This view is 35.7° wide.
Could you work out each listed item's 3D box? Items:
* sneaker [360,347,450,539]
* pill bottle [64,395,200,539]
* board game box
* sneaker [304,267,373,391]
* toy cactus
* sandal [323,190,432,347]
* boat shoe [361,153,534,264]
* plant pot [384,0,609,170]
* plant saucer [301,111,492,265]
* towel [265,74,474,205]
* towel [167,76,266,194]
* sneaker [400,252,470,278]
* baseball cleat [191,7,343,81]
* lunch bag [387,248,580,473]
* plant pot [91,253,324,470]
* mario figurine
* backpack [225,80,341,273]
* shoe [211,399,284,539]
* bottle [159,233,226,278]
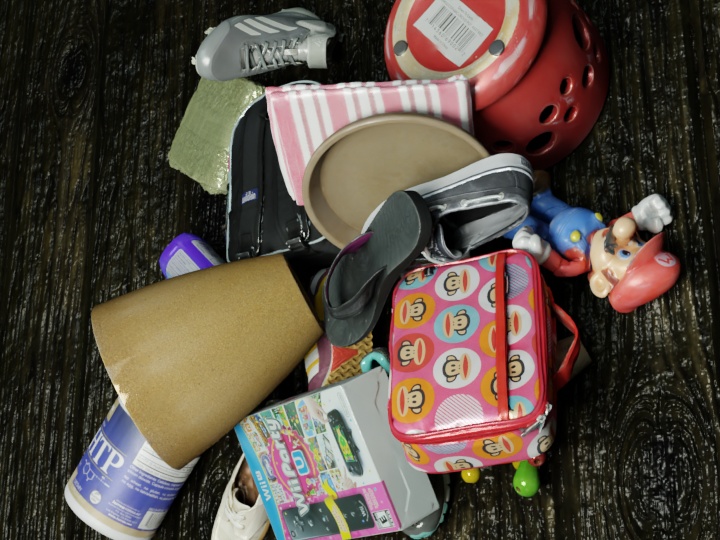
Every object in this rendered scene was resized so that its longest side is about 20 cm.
[{"bbox_3d":[0.035,0.170,1.143,0.077,0.091,0.204,-22,65,26],"label":"sneaker"},{"bbox_3d":[-0.244,0.200,1.294,0.119,0.119,0.202,34,94,35],"label":"pill bottle"},{"bbox_3d":[-0.030,0.193,1.123,0.199,0.064,0.150,-25,87,49],"label":"board game box"},{"bbox_3d":[-0.029,0.099,1.226,0.090,0.074,0.204,-177,91,-67],"label":"sneaker"},{"bbox_3d":[0.146,0.112,1.099,0.163,0.102,0.202,-32,51,9],"label":"toy cactus"},{"bbox_3d":[0.000,-0.001,1.070,0.076,0.047,0.202,60,138,29],"label":"sandal"},{"bbox_3d":[0.078,-0.040,1.062,0.198,0.072,0.069,-22,42,31],"label":"boat shoe"},{"bbox_3d":[0.136,-0.221,1.145,0.197,0.182,0.204,-10,69,27],"label":"plant pot"},{"bbox_3d":[0.041,-0.081,1.093,0.197,0.200,0.030,-21,42,25],"label":"plant saucer"},{"bbox_3d":[0.014,-0.127,1.088,0.196,0.148,0.030,-2,49,8],"label":"towel"},{"bbox_3d":[-0.177,-0.178,1.380,0.199,0.036,0.151,31,99,60],"label":"towel"},{"bbox_3d":[0.072,-0.063,1.203,0.079,0.088,0.204,-13,90,10],"label":"sneaker"},{"bbox_3d":[-0.098,-0.264,1.310,0.105,0.199,0.071,25,131,31],"label":"baseball cleat"},{"bbox_3d":[0.115,0.080,1.028,0.173,0.082,0.203,-11,49,17],"label":"lunch bag"},{"bbox_3d":[-0.144,0.070,1.148,0.198,0.187,0.188,-30,60,-1],"label":"plant pot"},{"bbox_3d":[0.222,-0.043,1.081,0.199,0.106,0.125,32,91,36],"label":"mario figurine"},{"bbox_3d":[-0.062,-0.101,1.248,0.175,0.149,0.204,-15,73,35],"label":"backpack"},{"bbox_3d":[-0.121,0.234,1.245,0.069,0.053,0.203,26,90,35],"label":"shoe"},{"bbox_3d":[-0.156,0.037,1.310,0.065,0.084,0.200,-47,57,0],"label":"bottle"}]
